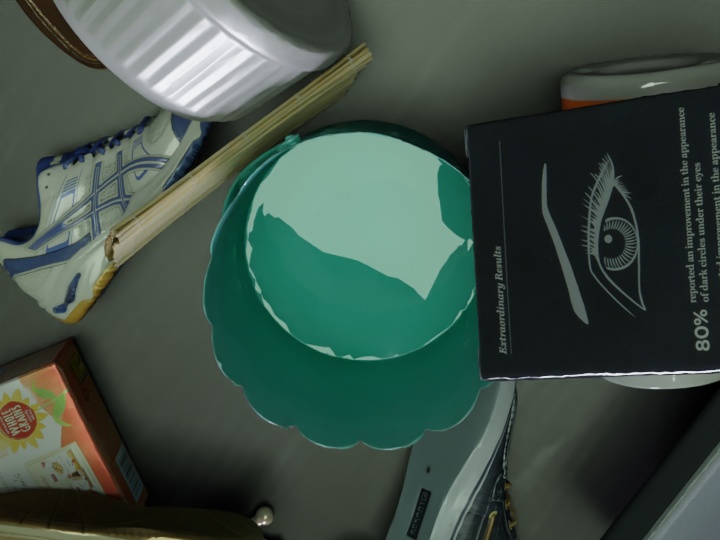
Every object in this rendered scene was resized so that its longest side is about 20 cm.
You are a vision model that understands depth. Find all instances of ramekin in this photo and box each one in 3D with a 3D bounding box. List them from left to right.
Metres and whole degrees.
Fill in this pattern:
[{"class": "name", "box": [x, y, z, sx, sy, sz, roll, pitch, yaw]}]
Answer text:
[{"class": "ramekin", "box": [-0.105, -0.180, 0.811, 0.094, 0.202, 0.202, -39, 99, 24]}]

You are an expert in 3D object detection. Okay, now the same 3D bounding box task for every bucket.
[{"class": "bucket", "box": [0.000, 0.000, 0.870, 0.206, 0.135, 0.208, 0, 105, 2]}]

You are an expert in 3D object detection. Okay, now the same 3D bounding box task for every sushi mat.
[{"class": "sushi mat", "box": [-0.079, -0.070, 0.845, 0.200, 0.096, 0.012, -39, 91, -14]}]

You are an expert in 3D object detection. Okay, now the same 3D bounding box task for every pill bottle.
[{"class": "pill bottle", "box": [0.193, -0.033, 0.866, 0.113, 0.114, 0.201, -6, 102, 4]}]

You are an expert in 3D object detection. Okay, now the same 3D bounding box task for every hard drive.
[{"class": "hard drive", "box": [0.239, 0.139, 0.902, 0.033, 0.139, 0.200, 43, 105, 33]}]

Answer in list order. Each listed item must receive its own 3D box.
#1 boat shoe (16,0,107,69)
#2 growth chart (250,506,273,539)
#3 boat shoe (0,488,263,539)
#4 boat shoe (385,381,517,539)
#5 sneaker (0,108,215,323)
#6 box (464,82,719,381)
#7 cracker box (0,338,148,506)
[{"class": "boat shoe", "box": [-0.215, -0.217, 0.866, 0.072, 0.068, 0.201, -29, 101, 9]}, {"class": "growth chart", "box": [-0.080, 0.292, 1.007, 0.144, 0.018, 0.201, -29, 100, 9]}, {"class": "boat shoe", "box": [-0.168, 0.196, 0.904, 0.199, 0.074, 0.070, 8, 101, -2]}, {"class": "boat shoe", "box": [0.081, 0.162, 0.950, 0.091, 0.071, 0.201, 22, 90, -33]}, {"class": "sneaker", "box": [-0.172, -0.060, 0.899, 0.088, 0.075, 0.200, 38, 102, -6]}, {"class": "box", "box": [0.168, -0.017, 0.735, 0.199, 0.104, 0.149, -4, 87, 34]}, {"class": "cracker box", "box": [-0.272, 0.150, 0.961, 0.199, 0.058, 0.135, -21, 104, 7]}]
